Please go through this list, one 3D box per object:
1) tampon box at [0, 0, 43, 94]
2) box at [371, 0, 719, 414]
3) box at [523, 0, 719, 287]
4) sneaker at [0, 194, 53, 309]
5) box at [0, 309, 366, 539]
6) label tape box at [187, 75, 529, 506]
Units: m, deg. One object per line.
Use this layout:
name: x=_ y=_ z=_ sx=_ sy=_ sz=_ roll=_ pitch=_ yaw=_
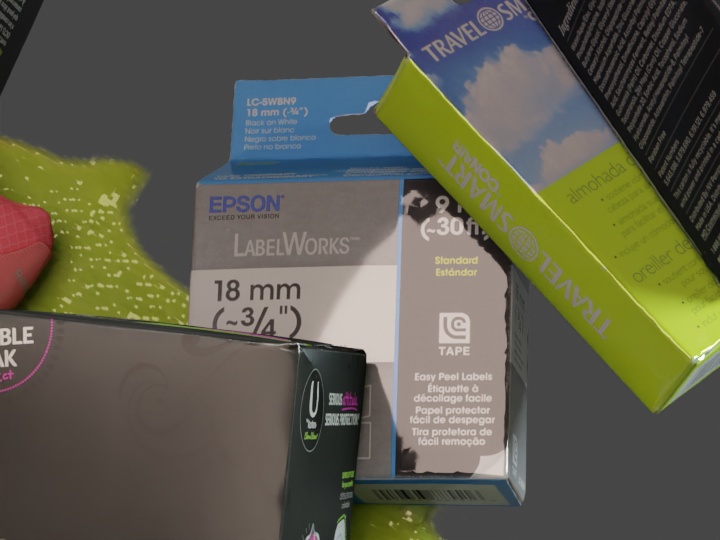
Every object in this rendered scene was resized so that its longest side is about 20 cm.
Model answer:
tampon box: x=-0.212 y=-0.199 z=1.333 sx=0.150 sy=0.126 sz=0.200 roll=20 pitch=80 yaw=17
box: x=0.100 y=-0.047 z=1.223 sx=0.122 sy=0.048 sz=0.200 roll=-31 pitch=73 yaw=-39
box: x=0.190 y=-0.128 z=1.192 sx=0.200 sy=0.124 sz=0.197 roll=-24 pitch=67 yaw=-24
sneaker: x=-0.223 y=-0.043 z=1.334 sx=0.200 sy=0.074 sz=0.087 roll=38 pitch=72 yaw=15
box: x=-0.089 y=0.121 z=1.164 sx=0.148 sy=0.124 sz=0.201 roll=6 pitch=88 yaw=12
label tape box: x=0.000 y=0.000 z=1.266 sx=0.144 sy=0.063 sz=0.201 roll=-1 pitch=75 yaw=11
